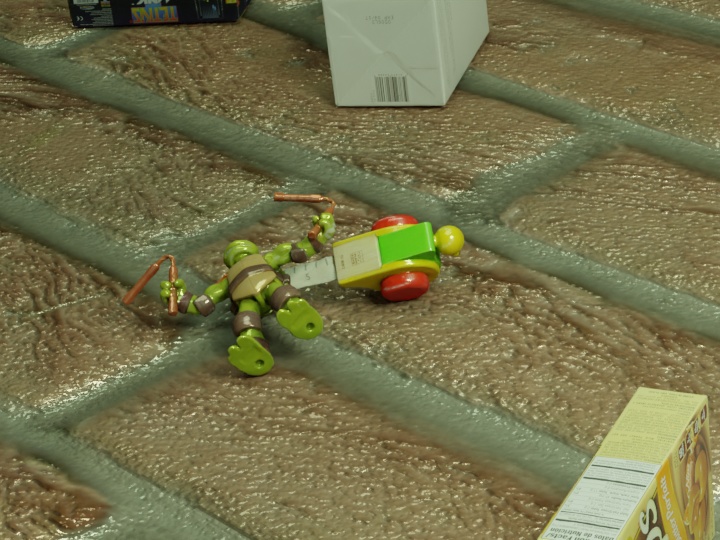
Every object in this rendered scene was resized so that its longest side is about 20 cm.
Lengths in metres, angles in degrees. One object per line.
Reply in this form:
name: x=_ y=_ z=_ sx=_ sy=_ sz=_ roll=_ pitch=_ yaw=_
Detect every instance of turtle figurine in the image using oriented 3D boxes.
turtle figurine: x=-0.095 y=0.022 z=1.991 sx=0.199 sy=0.065 sz=0.161 roll=-24 pitch=35 yaw=-1

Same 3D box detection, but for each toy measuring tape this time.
toy measuring tape: x=0.000 y=0.000 z=2.037 sx=0.199 sy=0.074 sz=0.074 roll=-17 pitch=23 yaw=21

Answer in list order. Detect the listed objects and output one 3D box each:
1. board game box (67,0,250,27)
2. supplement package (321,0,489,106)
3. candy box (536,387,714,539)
board game box: x=-0.219 y=-0.335 z=2.737 sx=0.199 sy=0.057 sz=0.165 roll=-1 pitch=25 yaw=13
supplement package: x=0.050 y=-0.262 z=2.456 sx=0.121 sy=0.120 sz=0.200 roll=1 pitch=28 yaw=18
candy box: x=0.178 y=0.176 z=1.571 sx=0.055 sy=0.116 sz=0.200 roll=5 pitch=29 yaw=24
